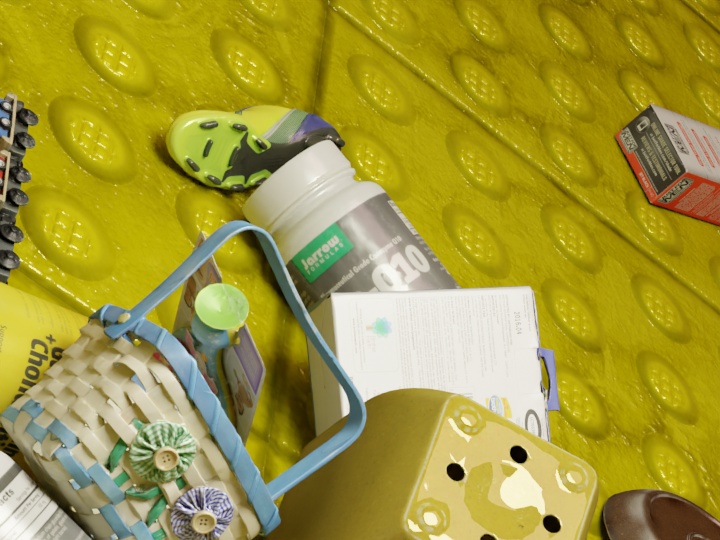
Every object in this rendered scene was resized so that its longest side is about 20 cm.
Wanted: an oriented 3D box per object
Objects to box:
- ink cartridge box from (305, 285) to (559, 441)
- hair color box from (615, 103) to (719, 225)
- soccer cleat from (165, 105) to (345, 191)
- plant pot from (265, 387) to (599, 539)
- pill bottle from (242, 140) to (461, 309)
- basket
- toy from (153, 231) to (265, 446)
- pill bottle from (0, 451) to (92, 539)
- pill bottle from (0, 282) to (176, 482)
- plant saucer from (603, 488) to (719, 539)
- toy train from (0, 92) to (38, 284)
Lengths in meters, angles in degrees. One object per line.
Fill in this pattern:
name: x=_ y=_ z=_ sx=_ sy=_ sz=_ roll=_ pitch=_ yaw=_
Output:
ink cartridge box: x=0.066 y=0.086 z=1.779 sx=0.200 sy=0.076 sz=0.137 roll=-2 pitch=79 yaw=-17
hair color box: x=0.383 y=-0.113 z=2.611 sx=0.200 sy=0.061 sz=0.102 roll=15 pitch=42 yaw=-47
soccer cleat: x=-0.100 y=-0.109 z=1.960 sx=0.084 sy=0.065 sz=0.200 roll=31 pitch=20 yaw=36
plant pot: x=0.053 y=0.192 z=1.545 sx=0.194 sy=0.200 sz=0.196 roll=29 pitch=53 yaw=-8
pill bottle: x=0.000 y=0.000 z=1.890 sx=0.200 sy=0.113 sz=0.113 roll=51 pitch=29 yaw=7
basket: x=-0.102 y=0.091 z=1.432 sx=0.139 sy=0.200 sz=0.177 roll=17 pitch=-36 yaw=53
toy: x=-0.118 y=0.077 z=1.588 sx=0.047 sy=0.200 sz=0.115 roll=-14 pitch=61 yaw=-25
pill bottle: x=-0.220 y=0.178 z=1.364 sx=0.200 sy=0.116 sz=0.116 roll=46 pitch=28 yaw=-4
pill bottle: x=-0.217 y=0.074 z=1.499 sx=0.200 sy=0.112 sz=0.112 roll=24 pitch=37 yaw=-36
plant saucer: x=0.300 y=0.260 z=2.033 sx=0.200 sy=0.032 sz=0.200 roll=33 pitch=23 yaw=-16
toy train: x=-0.265 y=-0.062 z=1.686 sx=0.046 sy=0.034 sz=0.200 roll=22 pitch=37 yaw=-19
